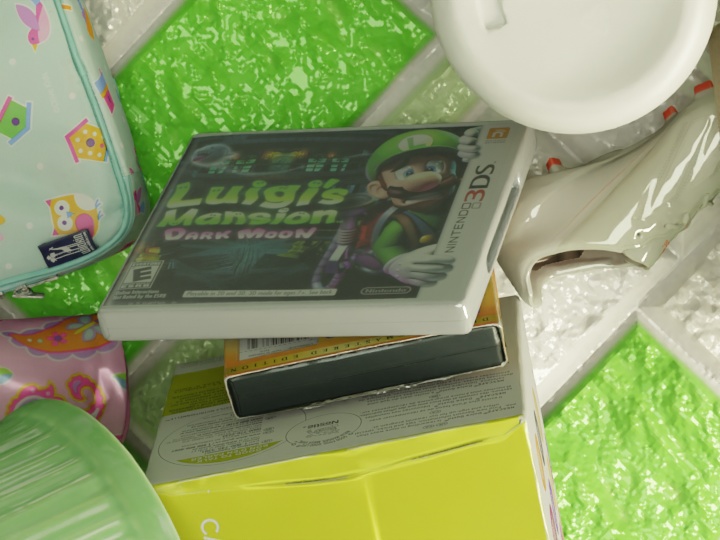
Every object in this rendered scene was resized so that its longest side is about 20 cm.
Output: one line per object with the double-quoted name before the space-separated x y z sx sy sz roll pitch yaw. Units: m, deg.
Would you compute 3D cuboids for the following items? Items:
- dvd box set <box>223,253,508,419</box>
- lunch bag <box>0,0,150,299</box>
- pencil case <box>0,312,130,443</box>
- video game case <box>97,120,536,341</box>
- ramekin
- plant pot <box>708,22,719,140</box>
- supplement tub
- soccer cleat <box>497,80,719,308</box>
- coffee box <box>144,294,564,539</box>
"dvd box set" 0.000 0.000 1.570 0.146 0.200 0.029 -12 121 4
"lunch bag" -0.214 -0.078 1.635 0.160 0.077 0.201 -18 93 5
"pencil case" -0.227 0.065 1.620 0.199 0.087 0.088 -1 95 -15
"video game case" -0.020 -0.023 1.561 0.199 0.182 0.023 -2 123 17
"ramekin" -0.169 0.175 1.491 0.097 0.200 0.201 -21 94 -32
"plant pot" 0.317 -0.042 1.515 0.199 0.177 0.201 -8 95 -21
"supplement tub" 0.114 -0.146 1.542 0.144 0.200 0.145 0 94 6
"soccer cleat" 0.166 -0.043 1.610 0.199 0.069 0.078 -24 64 11
"coffee box" 0.007 0.152 1.560 0.199 0.198 0.200 -10 106 5
